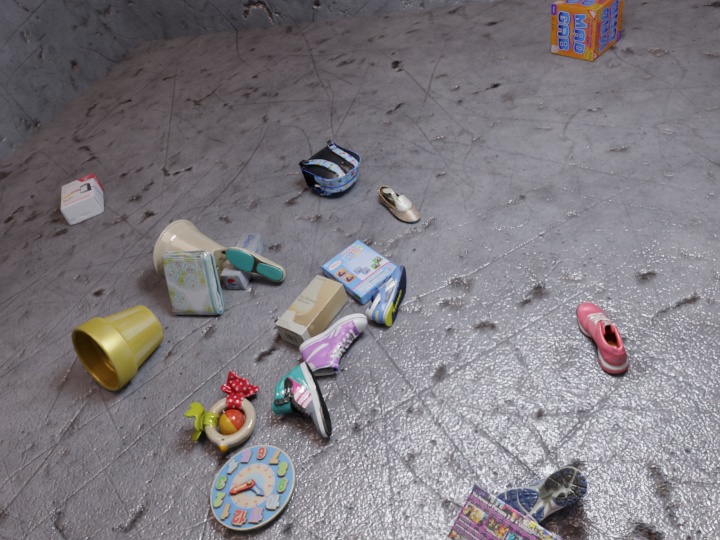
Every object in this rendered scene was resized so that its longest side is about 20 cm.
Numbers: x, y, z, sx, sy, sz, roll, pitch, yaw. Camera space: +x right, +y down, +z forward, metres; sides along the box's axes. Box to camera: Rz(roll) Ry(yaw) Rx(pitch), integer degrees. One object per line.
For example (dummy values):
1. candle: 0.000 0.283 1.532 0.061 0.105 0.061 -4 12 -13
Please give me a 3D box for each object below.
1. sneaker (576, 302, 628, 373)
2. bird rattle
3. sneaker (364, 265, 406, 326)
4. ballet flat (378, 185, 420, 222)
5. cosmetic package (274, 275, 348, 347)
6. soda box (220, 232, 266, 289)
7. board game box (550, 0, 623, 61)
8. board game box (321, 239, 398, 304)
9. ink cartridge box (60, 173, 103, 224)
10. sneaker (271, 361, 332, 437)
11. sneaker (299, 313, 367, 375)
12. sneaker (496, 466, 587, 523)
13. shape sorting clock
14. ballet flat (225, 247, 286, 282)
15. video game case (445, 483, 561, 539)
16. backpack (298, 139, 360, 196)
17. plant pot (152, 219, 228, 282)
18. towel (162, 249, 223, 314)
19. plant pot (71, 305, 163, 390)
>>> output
1. sneaker: 0.564 0.135 1.306 0.073 0.088 0.202 -14 43 2
2. bird rattle: -0.325 0.360 1.399 0.198 0.114 0.163 -29 54 -30
3. sneaker: 0.074 0.060 1.561 0.081 0.075 0.201 5 46 26
4. ballet flat: 0.119 -0.221 1.838 0.068 0.068 0.199 -36 46 -18
5. cosmetic package: -0.133 0.115 1.576 0.104 0.072 0.201 16 53 32
6. soda box: -0.374 -0.033 1.816 0.067 0.064 0.202 0 46 19
7. board game box: 0.905 -0.996 2.266 0.199 0.202 0.199 -39 47 -22
8. board game box: 0.000 0.000 1.674 0.151 0.037 0.199 -36 46 -19
9. ink cartridge box: -1.150 -0.297 2.337 0.146 0.086 0.201 -25 42 -7
10. sneaker: -0.150 0.327 1.357 0.119 0.084 0.201 -27 50 0
11. sneaker: -0.053 0.202 1.467 0.199 0.073 0.115 -33 47 0
12. sneaker: 0.345 0.441 1.085 0.198 0.085 0.078 -29 65 18
13. shape sorting clock: -0.241 0.479 1.262 0.197 0.040 0.202 -9 44 9
14. ballet flat: -0.319 -0.022 1.739 0.198 0.070 0.070 26 51 -1
15. video game case: 0.250 0.522 1.019 0.198 0.036 0.183 23 74 36
16. backpack: -0.088 -0.347 1.987 0.182 0.136 0.199 -41 47 -24
17. plant pot: -0.519 -0.038 1.795 0.181 0.202 0.201 20 54 21
18. towel: -0.504 0.037 1.701 0.168 0.203 0.048 0 18 21
19. plant pot: -0.671 0.201 1.597 0.198 0.204 0.189 14 35 30
